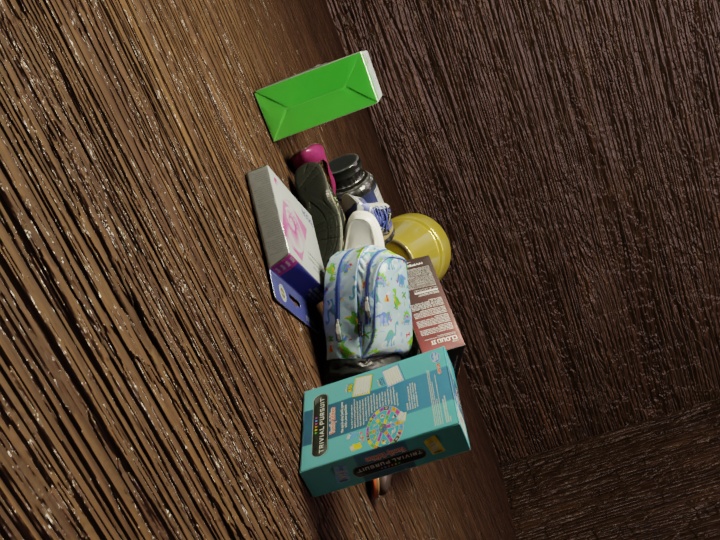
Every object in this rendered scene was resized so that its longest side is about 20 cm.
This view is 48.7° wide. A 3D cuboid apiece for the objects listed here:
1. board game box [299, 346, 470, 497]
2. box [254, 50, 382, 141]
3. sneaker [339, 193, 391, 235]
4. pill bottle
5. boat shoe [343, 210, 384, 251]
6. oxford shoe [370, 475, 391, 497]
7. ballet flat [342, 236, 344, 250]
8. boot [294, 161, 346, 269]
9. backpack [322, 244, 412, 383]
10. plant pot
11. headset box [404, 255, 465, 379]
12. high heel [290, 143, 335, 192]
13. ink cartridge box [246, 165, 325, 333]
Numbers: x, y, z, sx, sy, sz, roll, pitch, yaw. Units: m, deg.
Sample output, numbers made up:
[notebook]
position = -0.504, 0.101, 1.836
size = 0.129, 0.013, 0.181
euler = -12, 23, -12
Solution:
[board game box]
position = 0.026, 0.185, 0.990
size = 0.151, 0.199, 0.047
euler = -93, 161, -60
[box]
position = -0.071, -0.320, 1.434
size = 0.177, 0.199, 0.097
euler = -78, 148, -74
[sneaker]
position = 0.014, -0.108, 1.563
size = 0.199, 0.114, 0.081
euler = -166, -104, -74
[pill bottle]
position = -0.007, -0.146, 1.733
size = 0.112, 0.111, 0.201
euler = -93, 161, -60
[boat shoe]
position = 0.000, 0.000, 1.367
size = 0.069, 0.070, 0.202
euler = -53, 145, -64
[oxford shoe]
position = 0.059, 0.275, 1.283
size = 0.072, 0.072, 0.201
euler = 89, 12, -45
[ballet flat]
position = -0.033, -0.035, 1.568
size = 0.064, 0.067, 0.200
euler = 45, 1, 18
[boot]
position = -0.057, -0.074, 1.424
size = 0.154, 0.073, 0.205
euler = 59, 16, -64
[backpack]
position = 0.010, 0.062, 1.228
size = 0.163, 0.153, 0.202
euler = 11, 61, -53
[plant pot]
position = 0.102, -0.030, 1.946
size = 0.189, 0.200, 0.202
euler = -28, 99, -65
[headset box]
position = 0.107, 0.102, 1.326
size = 0.149, 0.077, 0.201
euler = 90, -17, -55
[high heel]
position = -0.077, -0.177, 1.502
size = 0.097, 0.067, 0.200
euler = 61, 5, 6
[ink cartridge box]
position = -0.098, -0.027, 1.185
size = 0.196, 0.043, 0.201
euler = 51, 21, -67
